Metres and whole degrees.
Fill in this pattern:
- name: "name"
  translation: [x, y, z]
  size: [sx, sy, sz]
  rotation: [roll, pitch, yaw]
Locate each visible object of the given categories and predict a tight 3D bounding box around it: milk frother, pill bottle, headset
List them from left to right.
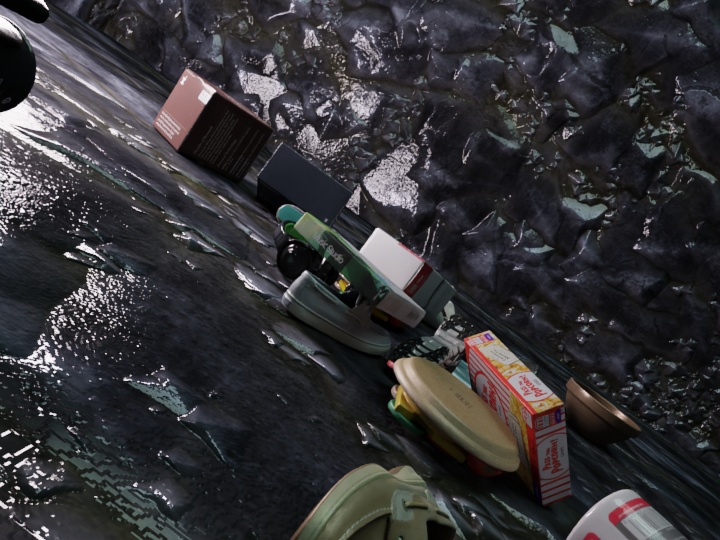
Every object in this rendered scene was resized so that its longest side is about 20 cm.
- name: "milk frother"
  translation: [-0.465, -0.284, 0.640]
  size: [0.200, 0.181, 0.188]
  rotation: [38, 7, -5]
- name: "headset"
  translation: [-0.071, -0.015, 1.013]
  size: [0.123, 0.094, 0.200]
  rotation: [26, 29, -47]
- name: "pill bottle"
  translation: [0.299, 0.319, 0.575]
  size: [0.111, 0.111, 0.200]
  rotation: [28, 12, -43]

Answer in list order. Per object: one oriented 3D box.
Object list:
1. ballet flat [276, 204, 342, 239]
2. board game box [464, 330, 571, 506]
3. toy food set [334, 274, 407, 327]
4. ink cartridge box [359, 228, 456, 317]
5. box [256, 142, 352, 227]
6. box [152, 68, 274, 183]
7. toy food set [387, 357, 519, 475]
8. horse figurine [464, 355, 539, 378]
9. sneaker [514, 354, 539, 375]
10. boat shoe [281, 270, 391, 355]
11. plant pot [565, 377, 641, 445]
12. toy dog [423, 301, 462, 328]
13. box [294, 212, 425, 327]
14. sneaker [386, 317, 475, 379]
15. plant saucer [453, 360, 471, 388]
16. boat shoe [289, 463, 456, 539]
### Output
- name: "ballet flat"
  translation: [-0.097, -0.072, 1.343]
  size: [0.200, 0.072, 0.072]
  rotation: [38, 9, 8]
- name: "board game box"
  translation: [0.214, 0.196, 0.844]
  size: [0.200, 0.046, 0.152]
  rotation: [-127, -158, -64]
- name: "toy food set"
  translation: [0.024, 0.047, 1.206]
  size: [0.198, 0.049, 0.200]
  rotation: [33, 9, -17]
- name: "ink cartridge box"
  translation: [0.102, 0.009, 1.317]
  size: [0.147, 0.083, 0.200]
  rotation: [38, 1, 34]
- name: "box"
  translation: [-0.137, -0.178, 1.440]
  size: [0.200, 0.104, 0.182]
  rotation: [35, -11, -5]
- name: "box"
  translation: [-0.357, -0.349, 1.487]
  size: [0.200, 0.165, 0.166]
  rotation: [25, 14, -49]
- name: "toy food set"
  translation: [0.114, 0.180, 0.765]
  size: [0.198, 0.049, 0.200]
  rotation: [38, 10, 2]
- name: "horse figurine"
  translation: [0.283, 0.205, 1.313]
  size: [0.200, 0.050, 0.133]
  rotation: [30, -12, 24]
- name: "sneaker"
  translation: [0.387, 0.251, 1.505]
  size: [0.079, 0.076, 0.200]
  rotation: [22, 1, 6]
- name: "boat shoe"
  translation: [-0.018, 0.061, 0.880]
  size: [0.200, 0.072, 0.070]
  rotation: [30, 10, -35]
- name: "plant pot"
  translation: [0.578, 0.363, 1.504]
  size: [0.200, 0.093, 0.201]
  rotation: [35, 8, -5]
- name: "toy dog"
  translation: [0.193, 0.092, 1.461]
  size: [0.200, 0.096, 0.132]
  rotation: [31, 10, -27]
- name: "box"
  translation: [0.000, 0.000, 0.932]
  size: [0.200, 0.036, 0.144]
  rotation: [42, 4, 31]
- name: "sneaker"
  translation: [0.107, 0.143, 0.940]
  size: [0.066, 0.091, 0.200]
  rotation: [30, 30, 31]
- name: "plant saucer"
  translation: [0.190, 0.198, 1.108]
  size: [0.200, 0.027, 0.200]
  rotation: [35, 8, -6]
- name: "boat shoe"
  translation: [0.016, 0.175, 0.400]
  size: [0.065, 0.072, 0.200]
  rotation: [38, 3, 26]
